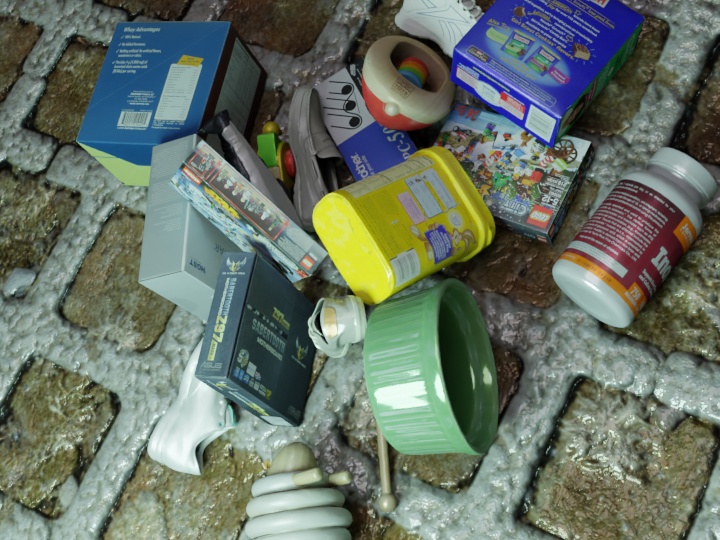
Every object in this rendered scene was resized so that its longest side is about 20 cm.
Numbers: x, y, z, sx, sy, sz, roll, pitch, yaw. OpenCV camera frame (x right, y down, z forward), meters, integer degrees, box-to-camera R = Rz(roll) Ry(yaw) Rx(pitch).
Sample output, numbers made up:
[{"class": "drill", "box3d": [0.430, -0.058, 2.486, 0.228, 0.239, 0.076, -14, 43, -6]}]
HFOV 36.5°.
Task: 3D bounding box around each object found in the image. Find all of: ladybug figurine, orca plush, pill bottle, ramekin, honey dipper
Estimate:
[{"class": "ladybug figurine", "box3d": [0.058, -0.244, 1.457, 0.135, 0.200, 0.072, 38, 123, -2]}, {"class": "orca plush", "box3d": [-0.153, -0.104, 1.425, 0.071, 0.200, 0.105, -30, 26, 18]}, {"class": "pill bottle", "box3d": [0.326, -0.042, 1.280, 0.113, 0.113, 0.200, 35, 82, 30]}, {"class": "ramekin", "box3d": [0.081, 0.117, 1.255, 0.097, 0.200, 0.202, -12, 63, 23]}, {"class": "honey dipper", "box3d": [0.024, 0.193, 1.330, 0.038, 0.038, 0.202, -10, 66, 16]}]

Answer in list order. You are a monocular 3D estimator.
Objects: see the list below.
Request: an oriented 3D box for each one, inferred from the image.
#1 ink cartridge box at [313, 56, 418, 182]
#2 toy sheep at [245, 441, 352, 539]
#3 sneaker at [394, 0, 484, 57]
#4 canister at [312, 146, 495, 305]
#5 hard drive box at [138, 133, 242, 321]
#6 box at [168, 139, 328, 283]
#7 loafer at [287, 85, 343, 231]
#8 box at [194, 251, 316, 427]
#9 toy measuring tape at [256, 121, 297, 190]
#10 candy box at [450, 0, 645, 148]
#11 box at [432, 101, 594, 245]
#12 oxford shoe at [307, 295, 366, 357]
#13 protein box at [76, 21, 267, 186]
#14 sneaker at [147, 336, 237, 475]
[{"class": "ink cartridge box", "box3d": [0.009, -0.194, 1.508, 0.094, 0.044, 0.201, -32, 60, 6]}, {"class": "toy sheep", "box3d": [-0.069, 0.299, 1.263, 0.137, 0.138, 0.202, -10, 68, 16]}, {"class": "sneaker", "box3d": [0.132, -0.344, 1.497, 0.199, 0.074, 0.088, 31, 123, 27]}, {"class": "canister", "box3d": [0.053, -0.056, 1.324, 0.086, 0.199, 0.149, -39, 81, 47]}, {"class": "hard drive box", "box3d": [-0.211, -0.053, 1.457, 0.076, 0.156, 0.202, -12, 63, 26]}, {"class": "box", "box3d": [-0.139, -0.065, 1.328, 0.200, 0.137, 0.040, 42, 74, -9]}, {"class": "loafer", "box3d": [-0.055, -0.154, 1.483, 0.069, 0.070, 0.202, -8, 84, 25]}, {"class": "box", "box3d": [-0.119, 0.088, 1.336, 0.051, 0.200, 0.159, 1, 66, 24]}, {"class": "toy measuring tape", "box3d": [-0.111, -0.106, 1.516, 0.073, 0.074, 0.202, -8, 86, 17]}, {"class": "candy box", "box3d": [0.239, -0.285, 1.402, 0.169, 0.077, 0.200, 37, 70, 15]}, {"class": "box", "box3d": [0.185, -0.129, 1.417, 0.199, 0.038, 0.137, 21, 75, 27]}, {"class": "oxford shoe", "box3d": [-0.037, 0.067, 1.323, 0.057, 0.200, 0.076, -9, 83, -11]}, {"class": "protein box", "box3d": [-0.269, -0.239, 1.580, 0.197, 0.135, 0.202, 5, 68, 23]}, {"class": "sneaker", "box3d": [-0.192, 0.167, 1.412, 0.088, 0.075, 0.201, 23, 81, 15]}]
